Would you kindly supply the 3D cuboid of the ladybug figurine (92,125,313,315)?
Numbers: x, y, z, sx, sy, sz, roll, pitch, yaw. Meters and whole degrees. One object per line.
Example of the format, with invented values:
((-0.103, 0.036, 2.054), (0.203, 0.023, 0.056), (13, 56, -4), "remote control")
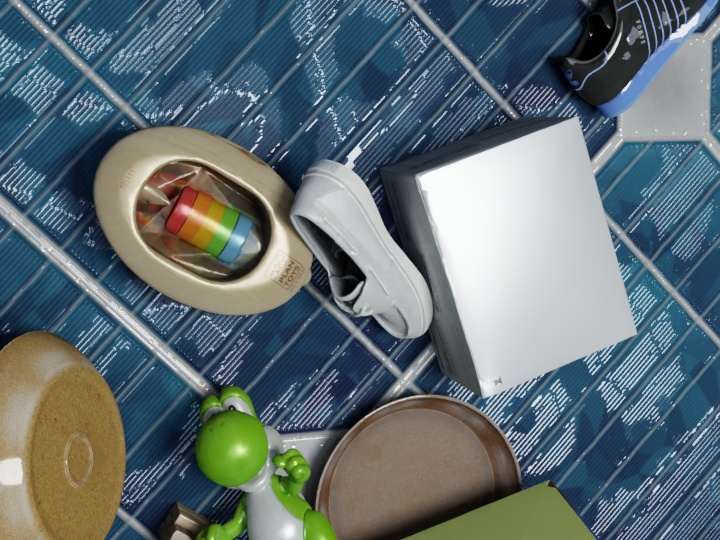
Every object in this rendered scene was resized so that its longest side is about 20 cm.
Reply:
((-0.129, -0.040, 0.975), (0.199, 0.072, 0.136), (33, 87, -17), "ladybug figurine")

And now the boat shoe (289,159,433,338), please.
((0.000, 0.000, 0.985), (0.069, 0.071, 0.201), (-56, 140, -28), "boat shoe")

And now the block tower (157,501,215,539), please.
((-0.190, 0.303, 1.011), (0.058, 0.054, 0.201), (32, 87, -16), "block tower")

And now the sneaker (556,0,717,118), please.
((0.259, -0.238, 1.061), (0.078, 0.070, 0.201), (37, 87, -23), "sneaker")

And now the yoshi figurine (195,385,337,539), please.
((-0.083, 0.194, 0.974), (0.112, 0.112, 0.201), (-26, 86, -32), "yoshi figurine")

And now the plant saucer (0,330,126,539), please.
((-0.232, 0.147, 0.911), (0.035, 0.200, 0.202), (-5, 100, 18), "plant saucer")

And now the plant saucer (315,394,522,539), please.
((0.051, 0.210, 1.078), (0.198, 0.034, 0.203), (-2, 96, -16), "plant saucer")

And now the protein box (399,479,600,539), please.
((0.121, 0.331, 1.029), (0.197, 0.135, 0.202), (-19, 122, -13), "protein box")

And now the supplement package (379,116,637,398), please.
((0.129, -0.017, 1.031), (0.154, 0.111, 0.202), (-20, 102, -12), "supplement package")
